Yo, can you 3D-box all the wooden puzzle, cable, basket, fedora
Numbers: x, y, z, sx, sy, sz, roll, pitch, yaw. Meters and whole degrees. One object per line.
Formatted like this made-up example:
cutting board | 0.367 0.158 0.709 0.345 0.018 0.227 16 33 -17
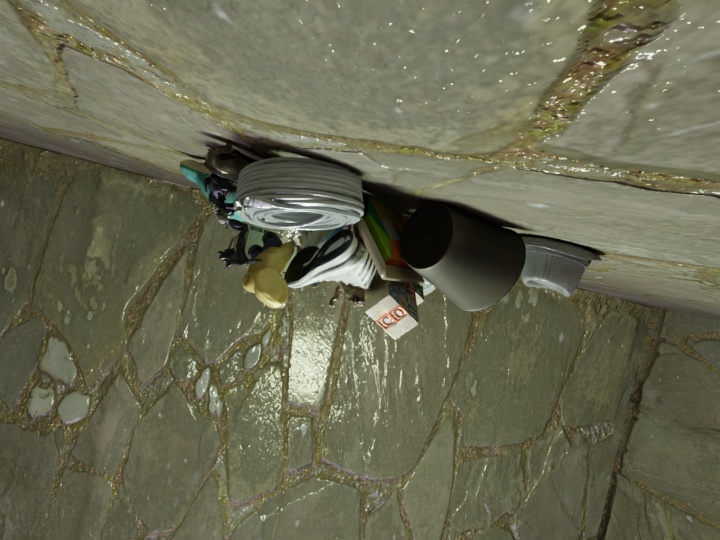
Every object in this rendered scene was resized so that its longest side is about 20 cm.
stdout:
wooden puzzle | 0.043 -0.066 1.000 0.037 0.189 0.199 -32 161 18
cable | -0.091 -0.107 0.852 0.193 0.072 0.200 0 173 -11
basket | 0.169 -0.028 0.993 0.197 0.180 0.139 22 -144 -44
fedora | 0.378 -0.004 1.119 0.172 0.093 0.199 15 -178 18

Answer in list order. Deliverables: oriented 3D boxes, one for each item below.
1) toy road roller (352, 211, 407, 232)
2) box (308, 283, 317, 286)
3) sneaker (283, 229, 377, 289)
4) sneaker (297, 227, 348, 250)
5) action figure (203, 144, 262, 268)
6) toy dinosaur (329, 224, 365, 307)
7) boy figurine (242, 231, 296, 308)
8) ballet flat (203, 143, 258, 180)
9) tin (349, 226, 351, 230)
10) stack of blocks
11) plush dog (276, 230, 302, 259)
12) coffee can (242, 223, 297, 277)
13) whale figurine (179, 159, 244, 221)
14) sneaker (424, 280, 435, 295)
toy road roller | 0.067 -0.077 1.250 0.123 0.145 0.201 46 157 14
box | -0.093 -0.073 1.301 0.047 0.207 0.158 15 -179 -3
sneaker | -0.046 0.010 0.997 0.114 0.077 0.197 37 142 -29
sneaker | -0.071 -0.073 1.030 0.078 0.204 0.078 -9 -131 -18
action figure | -0.211 -0.113 0.973 0.099 0.208 0.118 -10 -177 -19
toy dinosaur | 0.000 0.000 1.139 0.131 0.205 0.087 -1 144 25
boy figurine | -0.159 -0.005 1.007 0.065 0.124 0.201 46 -174 -26
ballet flat | -0.166 -0.165 0.909 0.067 0.047 0.198 38 -163 29
tin | -0.036 -0.105 1.292 0.040 0.116 0.200 12 -178 -4
stack of blocks | 0.064 0.028 1.061 0.115 0.058 0.203 42 -153 -27
plush dog | -0.139 -0.121 1.110 0.197 0.163 0.172 16 160 46
coffee can | -0.188 -0.096 1.316 0.141 0.207 0.146 14 -179 0
whale figurine | -0.296 -0.172 1.215 0.194 0.107 0.159 19 180 9
sneaker | 0.144 -0.002 1.194 0.195 0.077 0.092 -8 139 35
